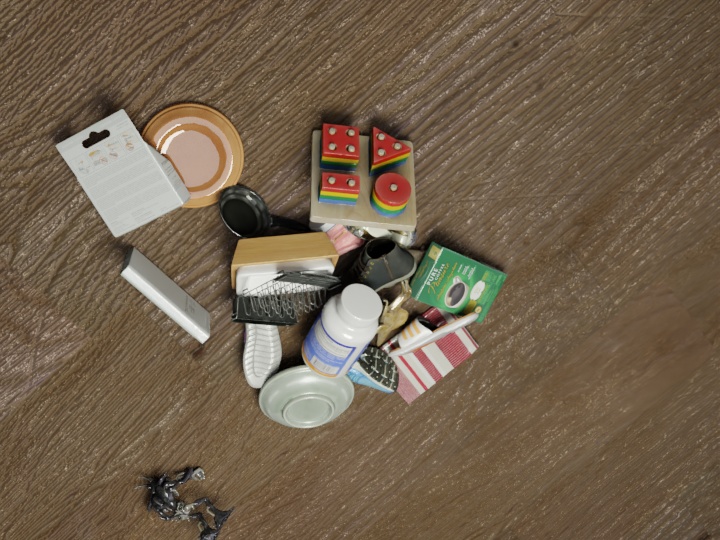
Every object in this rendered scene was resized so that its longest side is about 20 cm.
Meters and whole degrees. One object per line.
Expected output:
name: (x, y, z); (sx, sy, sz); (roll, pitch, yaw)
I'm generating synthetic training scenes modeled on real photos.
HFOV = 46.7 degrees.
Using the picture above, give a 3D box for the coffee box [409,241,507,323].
coffee box: (0.199, 0.026, 1.709); (0.200, 0.044, 0.123); (19, 103, -36)

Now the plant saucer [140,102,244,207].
plant saucer: (-0.318, -0.213, 1.569); (0.200, 0.037, 0.201); (-3, 108, -9)

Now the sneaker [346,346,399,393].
sneaker: (-0.011, 0.201, 1.743); (0.200, 0.078, 0.090); (28, 137, -7)

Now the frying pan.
frying pan: (-0.197, -0.114, 1.619); (0.190, 0.031, 0.115); (-11, 73, -45)

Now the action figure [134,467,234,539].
action figure: (-0.369, 0.482, 1.748); (0.200, 0.102, 0.119); (31, 109, 8)

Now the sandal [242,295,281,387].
sandal: (-0.205, 0.136, 1.698); (0.082, 0.050, 0.203); (-2, 95, -26)

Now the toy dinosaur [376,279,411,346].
toy dinosaur: (0.046, 0.107, 1.677); (0.101, 0.058, 0.200); (-1, 134, -28)

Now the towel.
towel: (0.137, 0.174, 1.788); (0.200, 0.023, 0.144); (-38, 108, 1)

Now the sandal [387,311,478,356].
sandal: (0.143, 0.117, 1.719); (0.206, 0.079, 0.059); (-28, 79, 16)

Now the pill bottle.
pill bottle: (-0.033, 0.113, 1.599); (0.112, 0.112, 0.200); (15, 139, -15)

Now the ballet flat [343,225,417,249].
ballet flat: (0.050, -0.072, 1.616); (0.200, 0.072, 0.072); (17, 104, -41)

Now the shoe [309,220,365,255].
shoe: (-0.001, -0.117, 1.648); (0.200, 0.071, 0.091); (-40, 126, -3)

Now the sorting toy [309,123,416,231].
sorting toy: (0.010, -0.183, 1.555); (0.198, 0.200, 0.070); (5, 149, -10)

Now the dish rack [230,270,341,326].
dish rack: (-0.138, 0.053, 1.591); (0.153, 0.200, 0.055); (7, 67, -43)

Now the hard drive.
hard drive: (-0.368, 0.046, 1.590); (0.026, 0.132, 0.200); (-44, 110, 5)

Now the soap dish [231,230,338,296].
soap dish: (-0.150, -0.012, 1.606); (0.199, 0.157, 0.081); (-6, 73, -10)

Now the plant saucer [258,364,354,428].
plant saucer: (-0.108, 0.273, 1.712); (0.200, 0.050, 0.200); (-6, 135, -6)

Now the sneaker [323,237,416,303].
sneaker: (0.000, 0.000, 1.611); (0.200, 0.075, 0.106); (-29, 146, 12)

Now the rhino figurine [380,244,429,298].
rhino figurine: (0.083, 0.003, 1.702); (0.200, 0.060, 0.088); (-23, 102, -6)

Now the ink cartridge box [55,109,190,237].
ink cartridge box: (-0.432, -0.180, 1.530); (0.162, 0.057, 0.200); (-23, 106, 17)
